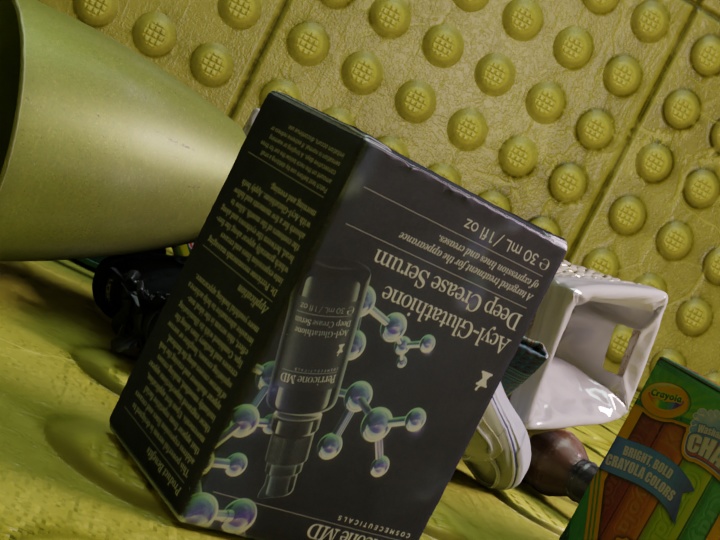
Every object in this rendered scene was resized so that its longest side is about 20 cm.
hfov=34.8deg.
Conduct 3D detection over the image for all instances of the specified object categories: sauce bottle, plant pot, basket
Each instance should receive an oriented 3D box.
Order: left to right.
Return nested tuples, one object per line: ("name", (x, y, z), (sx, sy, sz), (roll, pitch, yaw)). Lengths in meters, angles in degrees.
("plant pot", (-0.187, -0.085, 0.835), (0.199, 0.189, 0.187), (11, 13, -36))
("sauce bottle", (0.161, 0.165, 1.054), (0.200, 0.065, 0.065), (32, 7, 42))
("basket", (0.175, 0.059, 1.067), (0.123, 0.137, 0.199), (26, 13, 36))

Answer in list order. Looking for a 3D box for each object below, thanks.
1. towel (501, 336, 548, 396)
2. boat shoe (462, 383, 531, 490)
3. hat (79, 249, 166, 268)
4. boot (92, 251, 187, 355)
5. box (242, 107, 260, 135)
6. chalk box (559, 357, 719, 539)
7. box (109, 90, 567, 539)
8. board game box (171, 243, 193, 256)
("towel", (0.053, 0.076, 0.953), (0.146, 0.022, 0.200), (27, -33, -4))
("boat shoe", (0.079, 0.113, 0.897), (0.072, 0.062, 0.201), (23, -32, 41))
("hat", (-0.215, -0.097, 1.071), (0.165, 0.177, 0.200), (30, 5, 32))
("boot", (-0.092, 0.027, 0.833), (0.197, 0.074, 0.162), (2, 10, -28))
("box", (-0.092, -0.078, 1.468), (0.199, 0.200, 0.171), (26, 4, -7))
("chalk box", (0.262, 0.150, 0.820), (0.123, 0.201, 0.125), (24, 5, -36))
("box", (-0.013, 0.034, 0.601), (0.148, 0.201, 0.107), (23, 7, -36))
("board game box", (-0.147, -0.027, 1.048), (0.047, 0.102, 0.200), (-18, 22, -10))
